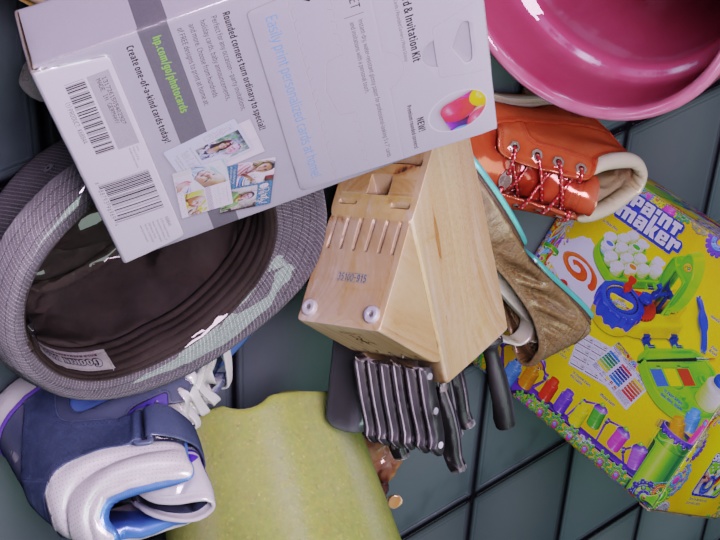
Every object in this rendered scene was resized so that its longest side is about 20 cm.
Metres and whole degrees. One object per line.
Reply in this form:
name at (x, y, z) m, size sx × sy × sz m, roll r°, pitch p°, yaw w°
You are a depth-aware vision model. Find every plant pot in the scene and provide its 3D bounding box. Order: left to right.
plant pot at (-0.051, 0.184, 1.044) m, size 0.199 × 0.185 × 0.201 m, roll -13°, pitch 161°, yaw -4°
plant pot at (0.181, -0.218, 0.987) m, size 0.179 × 0.199 × 0.201 m, roll -41°, pitch 146°, yaw -40°

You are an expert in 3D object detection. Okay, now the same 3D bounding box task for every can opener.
can opener at (0.000, 0.000, 1.020) m, size 0.053 × 0.066 × 0.201 m, roll -4°, pitch 97°, yaw -57°

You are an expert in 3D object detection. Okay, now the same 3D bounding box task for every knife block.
knife block at (0.048, 0.015, 0.983) m, size 0.175 × 0.064 × 0.201 m, roll 30°, pitch 72°, yaw -49°

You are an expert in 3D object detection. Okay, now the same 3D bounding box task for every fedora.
fedora at (-0.126, -0.022, 0.895) m, size 0.200 × 0.090 × 0.177 m, roll -34°, pitch 139°, yaw -11°

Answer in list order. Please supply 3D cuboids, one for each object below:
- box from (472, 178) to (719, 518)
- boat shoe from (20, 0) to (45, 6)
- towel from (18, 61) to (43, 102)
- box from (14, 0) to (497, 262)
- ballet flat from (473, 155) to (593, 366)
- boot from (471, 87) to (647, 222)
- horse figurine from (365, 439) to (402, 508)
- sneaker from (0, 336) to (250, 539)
box at (0.228, 0.051, 1.242) m, size 0.122 × 0.200 × 0.193 m, roll 16°, pitch 109°, yaw -51°
boat shoe at (-0.173, -0.183, 0.725) m, size 0.074 × 0.069 × 0.200 m, roll -50°, pitch 144°, yaw -2°
towel at (-0.053, -0.120, 0.790) m, size 0.199 × 0.035 × 0.132 m, roll -2°, pitch 157°, yaw -31°
box at (-0.040, -0.090, 0.747) m, size 0.199 × 0.041 × 0.156 m, roll -19°, pitch 148°, yaw -2°
ballet flat at (0.080, -0.004, 1.043) m, size 0.072 × 0.068 × 0.200 m, roll -45°, pitch 129°, yaw -5°
boot at (0.105, -0.072, 1.088) m, size 0.199 × 0.107 × 0.075 m, roll -12°, pitch 132°, yaw -38°
horse figurine at (-0.010, 0.172, 1.189) m, size 0.050 × 0.133 × 0.200 m, roll 35°, pitch 94°, yaw -10°
sneaker at (-0.107, 0.090, 0.963) m, size 0.199 × 0.146 × 0.081 m, roll -30°, pitch 139°, yaw -25°
